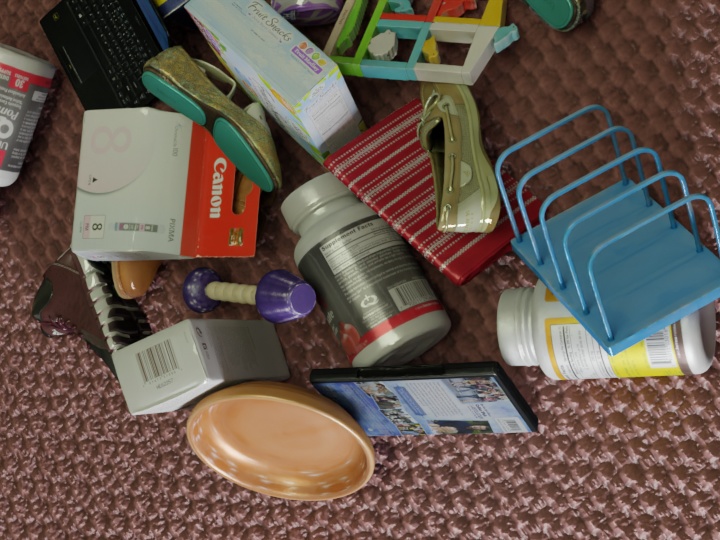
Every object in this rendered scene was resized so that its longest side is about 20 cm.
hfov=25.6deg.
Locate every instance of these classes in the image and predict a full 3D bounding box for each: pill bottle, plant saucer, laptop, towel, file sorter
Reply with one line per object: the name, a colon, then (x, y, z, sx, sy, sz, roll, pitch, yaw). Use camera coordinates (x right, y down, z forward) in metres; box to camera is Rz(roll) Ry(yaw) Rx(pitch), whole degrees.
pill bottle: (-0.439, -0.165, 1.850, 0.111, 0.111, 0.200, 23, 96, 22)
pill bottle: (0.000, 0.000, 1.646, 0.111, 0.111, 0.200, -34, 75, 18)
plant saucer: (-0.081, 0.174, 1.655, 0.200, 0.200, 0.037, -5, 49, 23)
laptop: (-0.290, -0.273, 1.784, 0.200, 0.103, 0.177, -36, 74, 26)
towel: (0.079, -0.081, 1.628, 0.145, 0.022, 0.200, -36, 68, -30)
file sorter: (0.231, -0.046, 1.482, 0.139, 0.123, 0.200, -29, 39, -6)
pill bottle: (0.239, 0.051, 1.551, 0.200, 0.109, 0.109, -4, 86, 23)

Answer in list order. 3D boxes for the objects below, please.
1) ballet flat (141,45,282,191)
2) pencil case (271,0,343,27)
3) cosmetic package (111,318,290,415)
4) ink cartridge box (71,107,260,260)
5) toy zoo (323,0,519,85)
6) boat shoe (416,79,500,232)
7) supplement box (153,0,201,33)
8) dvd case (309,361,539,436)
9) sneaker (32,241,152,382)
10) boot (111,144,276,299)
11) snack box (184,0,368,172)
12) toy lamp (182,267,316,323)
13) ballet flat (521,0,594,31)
ballet flat: (-0.143, -0.168, 1.688, 0.200, 0.071, 0.071, 41, 103, 9)
pencil case: (-0.068, -0.357, 1.720, 0.085, 0.084, 0.200, -9, 81, 32)
cosmetic package: (-0.164, 0.100, 1.670, 0.102, 0.200, 0.074, -23, 78, 21)
ink cartridge box: (-0.210, -0.095, 1.716, 0.200, 0.057, 0.163, -1, 77, 23)
toy zoo: (0.070, -0.251, 1.651, 0.200, 0.020, 0.131, 7, 56, 23)
boat shoe: (0.086, -0.123, 1.601, 0.063, 0.073, 0.201, -4, 59, -15)
supplement box: (-0.198, -0.378, 1.760, 0.110, 0.109, 0.200, -33, 75, 18)
dvd case: (0.065, 0.132, 1.607, 0.200, 0.143, 0.018, -4, 60, 23)
sneaker: (-0.309, 0.068, 1.811, 0.116, 0.076, 0.200, -35, 64, 23)
boot: (-0.182, -0.045, 1.764, 0.155, 0.077, 0.200, 19, 87, 19)
snack box: (-0.081, -0.203, 1.649, 0.068, 0.200, 0.169, -45, 72, -3)
toy lamp: (-0.117, 0.025, 1.662, 0.200, 0.058, 0.058, 2, 88, 52)
ballet flat: (0.165, -0.322, 1.629, 0.200, 0.072, 0.072, 46, 104, 16)
